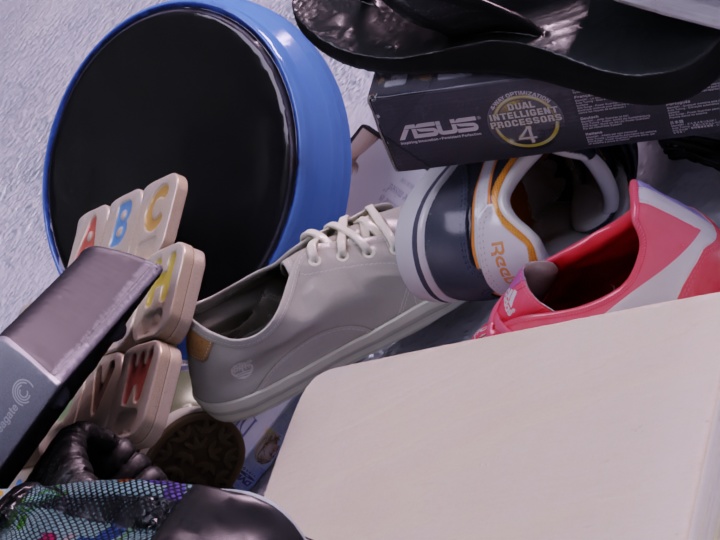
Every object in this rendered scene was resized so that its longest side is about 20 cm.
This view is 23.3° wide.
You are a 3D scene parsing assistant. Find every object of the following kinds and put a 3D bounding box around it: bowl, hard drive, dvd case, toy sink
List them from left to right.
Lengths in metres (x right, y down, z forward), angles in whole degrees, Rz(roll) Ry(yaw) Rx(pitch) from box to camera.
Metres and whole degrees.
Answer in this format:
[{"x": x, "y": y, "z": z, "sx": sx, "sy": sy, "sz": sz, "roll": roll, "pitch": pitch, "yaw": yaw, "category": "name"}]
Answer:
[{"x": -0.174, "y": 0.081, "z": 0.806, "sx": 0.200, "sy": 0.042, "sz": 0.135, "roll": -51, "pitch": 3, "yaw": 29, "category": "hard drive"}, {"x": -0.096, "y": -0.053, "z": 0.957, "sx": 0.199, "sy": 0.039, "sz": 0.203, "roll": -4, "pitch": 82, "yaw": 33, "category": "bowl"}, {"x": -0.031, "y": 0.017, "z": 0.952, "sx": 0.201, "sy": 0.018, "sz": 0.143, "roll": -52, "pitch": 29, "yaw": 1, "category": "dvd case"}, {"x": 0.066, "y": 0.106, "z": 0.607, "sx": 0.199, "sy": 0.112, "sz": 0.131, "roll": -15, "pitch": 45, "yaw": 42, "category": "toy sink"}]

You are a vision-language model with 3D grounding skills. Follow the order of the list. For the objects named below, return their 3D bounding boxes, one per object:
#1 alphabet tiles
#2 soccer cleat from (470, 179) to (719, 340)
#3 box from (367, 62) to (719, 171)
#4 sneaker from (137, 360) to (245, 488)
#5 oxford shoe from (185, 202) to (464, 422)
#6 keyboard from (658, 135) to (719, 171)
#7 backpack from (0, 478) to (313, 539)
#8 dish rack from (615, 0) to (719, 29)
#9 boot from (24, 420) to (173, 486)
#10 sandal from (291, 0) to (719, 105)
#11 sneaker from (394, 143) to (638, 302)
[{"x": -0.141, "y": 0.049, "z": 0.887, "sx": 0.199, "sy": 0.015, "sz": 0.197, "roll": -17, "pitch": 55, "yaw": 55, "category": "alphabet tiles"}, {"x": 0.066, "y": 0.038, "z": 0.721, "sx": 0.199, "sy": 0.076, "sz": 0.067, "roll": -37, "pitch": 31, "yaw": 25, "category": "soccer cleat"}, {"x": 0.113, "y": -0.120, "z": 0.757, "sx": 0.198, "sy": 0.049, "sz": 0.162, "roll": -6, "pitch": 44, "yaw": 21, "category": "box"}, {"x": -0.134, "y": 0.130, "z": 0.909, "sx": 0.201, "sy": 0.067, "sz": 0.090, "roll": -51, "pitch": 29, "yaw": 14, "category": "sneaker"}, {"x": 0.000, "y": 0.000, "z": 0.840, "sx": 0.199, "sy": 0.058, "sz": 0.075, "roll": -30, "pitch": 26, "yaw": -7, "category": "oxford shoe"}, {"x": 0.186, "y": -0.081, "z": 0.746, "sx": 0.127, "sy": 0.021, "sz": 0.200, "roll": -47, "pitch": 27, "yaw": -4, "category": "keyboard"}, {"x": -0.096, "y": 0.162, "z": 0.560, "sx": 0.199, "sy": 0.179, "sz": 0.150, "roll": -2, "pitch": 28, "yaw": 44, "category": "backpack"}, {"x": 0.176, "y": -0.165, "z": 0.695, "sx": 0.044, "sy": 0.170, "sz": 0.201, "roll": 99, "pitch": -171, "yaw": -45, "category": "dish rack"}, {"x": -0.113, "y": 0.185, "z": 0.736, "sx": 0.158, "sy": 0.079, "sz": 0.212, "roll": -45, "pitch": 63, "yaw": 11, "category": "boot"}, {"x": 0.056, "y": -0.115, "z": 0.703, "sx": 0.199, "sy": 0.048, "sz": 0.076, "roll": 12, "pitch": 52, "yaw": 33, "category": "sandal"}, {"x": 0.094, "y": -0.063, "z": 0.800, "sx": 0.079, "sy": 0.079, "sz": 0.201, "roll": 1, "pitch": 49, "yaw": 39, "category": "sneaker"}]
